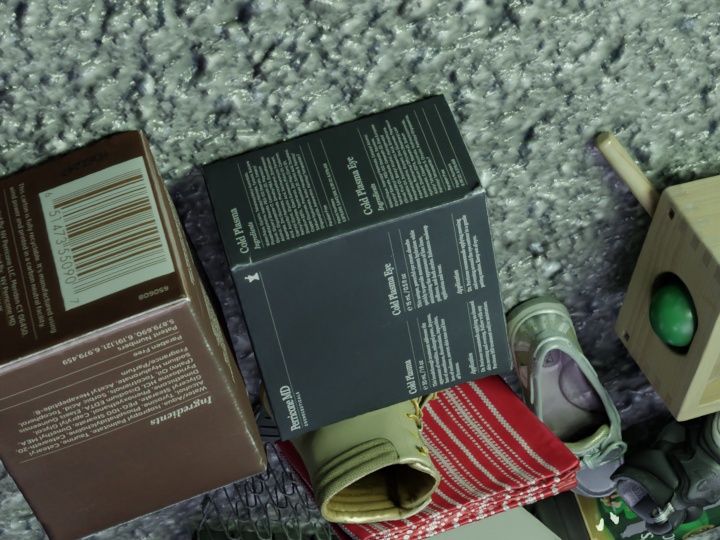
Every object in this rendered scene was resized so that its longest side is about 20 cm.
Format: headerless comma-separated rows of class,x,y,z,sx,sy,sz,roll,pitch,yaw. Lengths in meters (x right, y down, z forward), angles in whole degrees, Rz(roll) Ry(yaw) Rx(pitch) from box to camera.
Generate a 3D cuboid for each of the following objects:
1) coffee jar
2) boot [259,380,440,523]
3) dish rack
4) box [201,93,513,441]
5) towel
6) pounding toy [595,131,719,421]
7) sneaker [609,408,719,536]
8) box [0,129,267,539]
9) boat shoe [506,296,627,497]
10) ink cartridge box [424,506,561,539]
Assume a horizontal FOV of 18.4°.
coffee jar,0.244,0.193,1.882,0.198,0.086,0.104,-20,164,1
boot,0.039,0.107,1.660,0.198,0.156,0.073,-15,128,-13
dish rack,-0.045,0.180,1.790,0.152,0.055,0.201,4,133,-27
box,0.000,0.000,1.575,0.180,0.105,0.201,-17,139,-4
towel,0.052,0.143,1.696,0.198,0.145,0.023,-16,129,-23
pounding toy,0.272,-0.008,1.671,0.198,0.143,0.185,-13,140,-24
sneaker,0.252,0.143,1.772,0.113,0.200,0.076,-37,101,6
box,-0.179,0.048,1.509,0.163,0.167,0.201,-20,138,0
boat shoe,0.167,0.113,1.765,0.074,0.065,0.203,-20,126,0
ink cartridge box,0.104,0.283,1.870,0.128,0.125,0.201,-42,144,-14
